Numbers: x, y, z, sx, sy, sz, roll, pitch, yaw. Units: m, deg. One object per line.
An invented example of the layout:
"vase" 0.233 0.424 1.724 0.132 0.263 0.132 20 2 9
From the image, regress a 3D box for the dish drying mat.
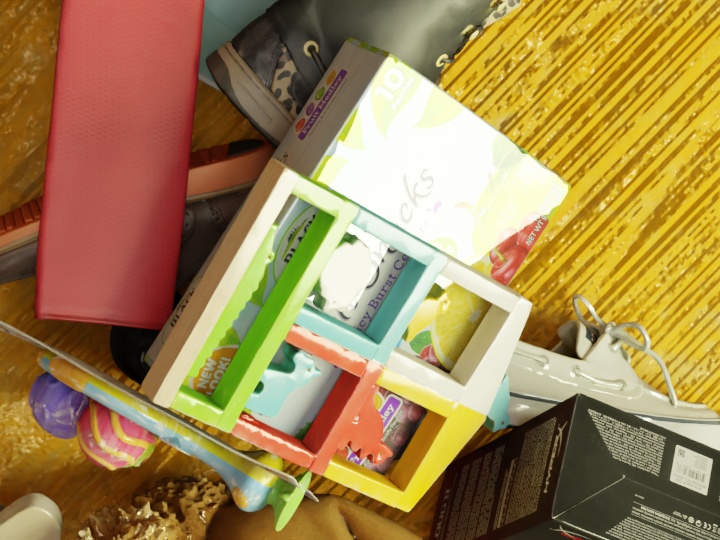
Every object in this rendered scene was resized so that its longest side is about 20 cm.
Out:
"dish drying mat" -0.127 -0.071 0.871 0.076 0.018 0.201 6 87 -16

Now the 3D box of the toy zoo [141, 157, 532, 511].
"toy zoo" 0.003 0.043 0.837 0.199 0.020 0.132 28 95 -32

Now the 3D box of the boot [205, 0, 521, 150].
"boot" 0.031 -0.101 0.910 0.200 0.073 0.151 40 98 -23

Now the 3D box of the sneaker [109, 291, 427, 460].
"sneaker" -0.046 0.072 0.939 0.199 0.091 0.076 15 97 -13

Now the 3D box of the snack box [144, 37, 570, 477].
"snack box" 0.000 0.000 0.863 0.142 0.053 0.201 31 93 -31

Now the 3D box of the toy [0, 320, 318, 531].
"toy" -0.122 0.086 0.876 0.199 0.115 0.047 24 80 11

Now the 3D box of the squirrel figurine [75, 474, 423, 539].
"squirrel figurine" -0.080 0.209 0.902 0.199 0.187 0.142 32 128 -2

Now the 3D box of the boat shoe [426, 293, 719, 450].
"boat shoe" 0.134 0.057 0.978 0.201 0.075 0.087 11 83 -19

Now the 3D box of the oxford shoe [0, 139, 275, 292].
"oxford shoe" -0.135 -0.013 0.917 0.199 0.071 0.073 -16 106 -6

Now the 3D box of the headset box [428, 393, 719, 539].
"headset box" 0.136 0.152 0.944 0.148 0.200 0.078 23 63 -13

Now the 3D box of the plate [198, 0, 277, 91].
"plate" -0.036 -0.191 0.910 0.199 0.026 0.201 -5 111 -13

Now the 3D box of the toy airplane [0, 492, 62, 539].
"toy airplane" -0.263 0.197 0.919 0.199 0.142 0.200 -11 141 -16
